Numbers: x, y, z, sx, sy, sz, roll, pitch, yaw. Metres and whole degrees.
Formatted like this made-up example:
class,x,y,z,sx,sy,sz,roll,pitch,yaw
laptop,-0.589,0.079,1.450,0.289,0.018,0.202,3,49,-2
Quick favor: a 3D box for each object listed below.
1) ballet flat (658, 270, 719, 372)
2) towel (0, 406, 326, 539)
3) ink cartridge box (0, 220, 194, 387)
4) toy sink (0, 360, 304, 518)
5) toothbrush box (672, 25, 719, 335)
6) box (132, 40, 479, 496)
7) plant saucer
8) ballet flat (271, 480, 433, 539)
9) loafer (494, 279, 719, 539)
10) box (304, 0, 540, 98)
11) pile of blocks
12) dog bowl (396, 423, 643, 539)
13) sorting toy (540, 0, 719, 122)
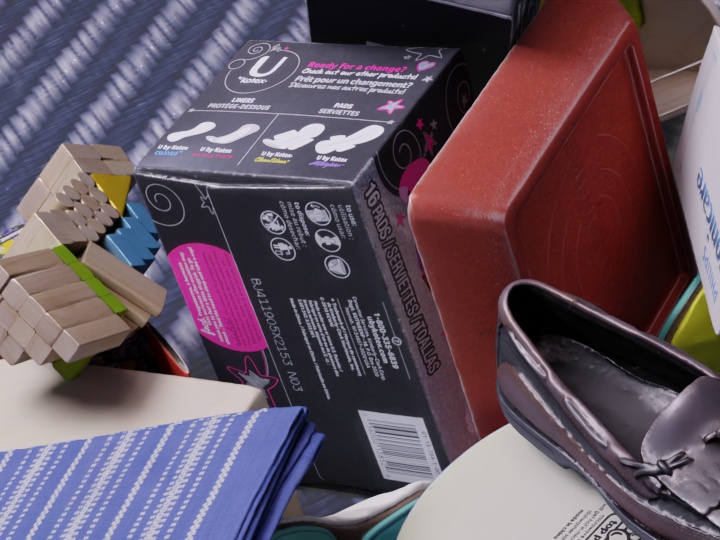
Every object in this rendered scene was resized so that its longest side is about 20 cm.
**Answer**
class,x,y,z,sx,sy,sz,roll,pitch,yaw
ballet flat,0.220,-0.006,1.292,0.067,0.067,0.200,27,50,21
towel,-0.122,0.117,1.105,0.199,0.024,0.145,-10,29,26
ink cartridge box,-0.129,0.059,1.336,0.050,0.109,0.200,-28,34,-14
toy sink,-0.145,0.128,1.246,0.199,0.112,0.131,5,41,26
toothbrush box,0.257,-0.030,1.208,0.199,0.086,0.147,8,34,-7
box,0.000,0.000,1.268,0.132,0.201,0.115,5,42,33
plant saucer,0.102,-0.011,1.230,0.037,0.200,0.200,5,40,31
ballet flat,-0.022,0.139,1.162,0.069,0.070,0.200,4,10,32
loafer,0.124,0.065,1.081,0.072,0.063,0.200,-37,42,-22
box,0.046,-0.183,1.285,0.104,0.200,0.183,13,76,5
pile of blocks,-0.142,0.007,1.277,0.062,0.082,0.200,-51,10,24
dog bowl,0.115,0.140,1.117,0.199,0.079,0.200,-14,34,10
sorting toy,0.092,-0.145,1.441,0.199,0.181,0.107,-22,29,-4
